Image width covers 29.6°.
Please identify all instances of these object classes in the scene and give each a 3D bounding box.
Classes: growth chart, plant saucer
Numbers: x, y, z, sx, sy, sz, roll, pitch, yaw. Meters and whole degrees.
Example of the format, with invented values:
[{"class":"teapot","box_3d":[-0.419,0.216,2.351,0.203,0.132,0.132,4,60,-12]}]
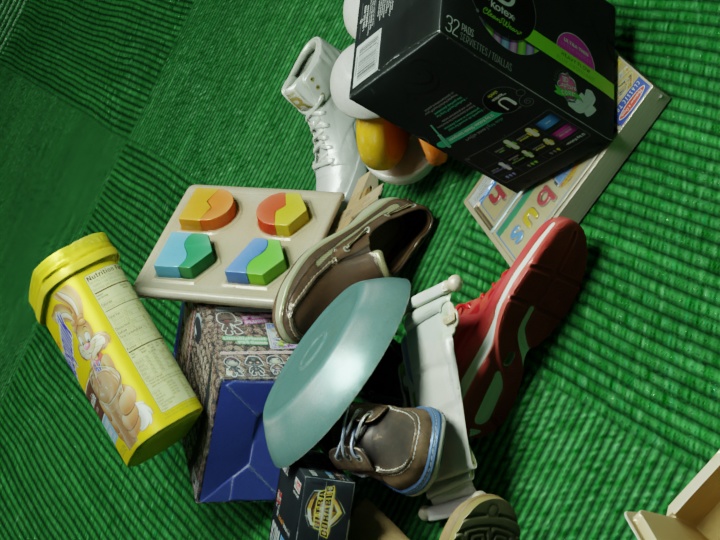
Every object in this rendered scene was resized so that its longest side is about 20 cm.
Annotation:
[{"class":"growth chart","box_3d":[0.062,0.111,1.140,0.144,0.017,0.203,163,100,-68]},{"class":"plant saucer","box_3d":[-0.030,0.079,1.197,0.201,0.036,0.200,-51,12,15]}]

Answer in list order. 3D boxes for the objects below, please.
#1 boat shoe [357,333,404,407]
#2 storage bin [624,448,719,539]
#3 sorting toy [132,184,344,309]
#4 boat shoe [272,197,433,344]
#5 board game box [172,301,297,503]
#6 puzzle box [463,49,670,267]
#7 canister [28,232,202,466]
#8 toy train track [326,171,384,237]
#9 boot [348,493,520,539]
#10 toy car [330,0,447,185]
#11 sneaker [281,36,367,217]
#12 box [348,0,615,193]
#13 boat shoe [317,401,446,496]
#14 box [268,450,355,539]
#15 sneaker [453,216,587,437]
[{"class":"boat shoe","box_3d":[0.012,0.087,1.290,0.074,0.068,0.199,-61,30,6]},{"class":"storage bin","box_3d":[0.280,0.144,0.804,0.201,0.093,0.199,-53,32,19]},{"class":"sorting toy","box_3d":[-0.128,-0.034,1.421,0.182,0.037,0.201,4,39,19]},{"class":"boat shoe","box_3d":[-0.003,-0.005,1.313,0.074,0.075,0.203,2,42,48]},{"class":"board game box","box_3d":[-0.129,0.113,1.410,0.201,0.095,0.161,-115,33,-53]},{"class":"puzzle box","box_3d":[0.178,-0.103,1.210,0.201,0.025,0.133,-55,32,16]},{"class":"canister","box_3d":[-0.243,0.082,1.349,0.201,0.086,0.149,58,156,9]},{"class":"toy train track","box_3d":[-0.014,-0.020,1.412,0.114,0.032,0.202,-33,27,48]},{"class":"boot","box_3d":[0.041,0.234,1.115,0.200,0.065,0.178,29,108,60]},{"class":"toy car","box_3d":[0.063,-0.192,1.341,0.148,0.175,0.203,0,63,19]},{"class":"sneaker","box_3d":[-0.046,-0.159,1.515,0.073,0.115,0.203,-16,57,49]},{"class":"box","box_3d":[0.107,-0.186,1.158,0.124,0.198,0.150,-29,46,46]},{"class":"boat shoe","box_3d":[0.009,0.146,1.141,0.200,0.071,0.073,156,128,-68]},{"class":"box","box_3d":[-0.051,0.248,1.195,0.200,0.045,0.162,-178,98,-81]},{"class":"sneaker","box_3d":[0.105,0.029,1.162,0.115,0.078,0.202,37,99,47]}]
